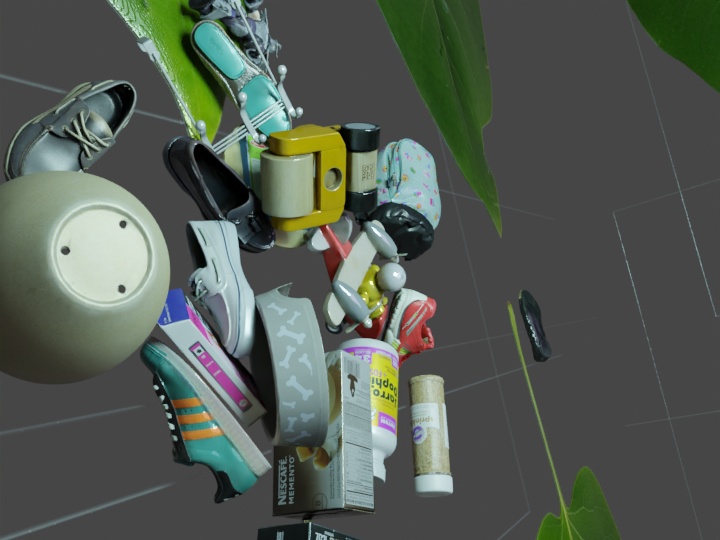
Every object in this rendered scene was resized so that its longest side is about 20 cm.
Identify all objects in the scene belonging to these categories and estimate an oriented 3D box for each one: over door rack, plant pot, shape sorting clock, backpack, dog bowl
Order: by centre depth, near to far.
[{"bbox_3d":[-0.253,-0.002,0.656,0.198,0.134,0.203,8,77,-37],"label":"plant pot"},{"bbox_3d":[-0.092,0.117,0.878,0.058,0.200,0.203,-8,79,-18],"label":"dog bowl"},{"bbox_3d":[-0.180,-0.254,0.970,0.147,0.066,0.201,-38,115,-15],"label":"over door rack"},{"bbox_3d":[-0.128,-0.130,1.093,0.199,0.039,0.203,19,64,-46],"label":"shape sorting clock"},{"bbox_3d":[0.075,-0.142,1.364,0.166,0.126,0.202,34,44,-43],"label":"backpack"}]

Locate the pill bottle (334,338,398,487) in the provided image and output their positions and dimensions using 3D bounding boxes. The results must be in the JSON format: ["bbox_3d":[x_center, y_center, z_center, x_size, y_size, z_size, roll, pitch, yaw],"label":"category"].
[{"bbox_3d":[0.004,0.211,1.078,0.104,0.103,0.202,39,43,-44],"label":"pill bottle"}]

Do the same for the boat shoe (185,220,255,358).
[{"bbox_3d":[-0.178,0.021,0.886,0.066,0.074,0.201,5,43,-28],"label":"boat shoe"}]

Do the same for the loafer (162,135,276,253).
[{"bbox_3d":[-0.175,-0.094,0.955,0.200,0.063,0.072,49,62,-32],"label":"loafer"}]

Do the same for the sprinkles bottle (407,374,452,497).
[{"bbox_3d":[0.120,0.288,1.275,0.068,0.068,0.203,32,48,-49],"label":"sprinkles bottle"}]

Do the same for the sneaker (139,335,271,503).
[{"bbox_3d":[-0.188,0.167,0.804,0.080,0.071,0.201,-39,92,-15],"label":"sneaker"}]

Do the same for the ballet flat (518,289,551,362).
[{"bbox_3d":[0.460,0.149,1.967,0.066,0.057,0.203,-3,71,-32],"label":"ballet flat"}]

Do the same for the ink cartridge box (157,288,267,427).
[{"bbox_3d":[-0.184,0.086,0.845,0.201,0.037,0.095,54,-4,-28],"label":"ink cartridge box"}]

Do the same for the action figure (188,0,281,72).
[{"bbox_3d":[-0.181,-0.376,1.106,0.199,0.069,0.132,21,53,-58],"label":"action figure"}]

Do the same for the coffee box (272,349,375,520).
[{"bbox_3d":[-0.050,0.221,0.972,0.080,0.113,0.203,33,49,-51],"label":"coffee box"}]

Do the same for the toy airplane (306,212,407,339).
[{"bbox_3d":[0.000,0.000,1.105,0.199,0.139,0.203,30,60,-64],"label":"toy airplane"}]

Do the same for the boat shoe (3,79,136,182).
[{"bbox_3d":[-0.301,-0.148,0.771,0.075,0.073,0.202,51,36,-33],"label":"boat shoe"}]

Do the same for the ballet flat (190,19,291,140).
[{"bbox_3d":[-0.170,-0.272,1.055,0.201,0.068,0.067,55,-10,-16],"label":"ballet flat"}]

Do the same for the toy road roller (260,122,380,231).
[{"bbox_3d":[-0.072,-0.145,1.026,0.198,0.145,0.125,-17,119,-37],"label":"toy road roller"}]

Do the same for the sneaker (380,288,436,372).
[{"bbox_3d":[0.076,0.122,1.189,0.077,0.084,0.202,-77,180,-53],"label":"sneaker"}]

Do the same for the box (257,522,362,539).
[{"bbox_3d":[-0.043,0.420,0.908,0.200,0.085,0.166,38,44,-46],"label":"box"}]
